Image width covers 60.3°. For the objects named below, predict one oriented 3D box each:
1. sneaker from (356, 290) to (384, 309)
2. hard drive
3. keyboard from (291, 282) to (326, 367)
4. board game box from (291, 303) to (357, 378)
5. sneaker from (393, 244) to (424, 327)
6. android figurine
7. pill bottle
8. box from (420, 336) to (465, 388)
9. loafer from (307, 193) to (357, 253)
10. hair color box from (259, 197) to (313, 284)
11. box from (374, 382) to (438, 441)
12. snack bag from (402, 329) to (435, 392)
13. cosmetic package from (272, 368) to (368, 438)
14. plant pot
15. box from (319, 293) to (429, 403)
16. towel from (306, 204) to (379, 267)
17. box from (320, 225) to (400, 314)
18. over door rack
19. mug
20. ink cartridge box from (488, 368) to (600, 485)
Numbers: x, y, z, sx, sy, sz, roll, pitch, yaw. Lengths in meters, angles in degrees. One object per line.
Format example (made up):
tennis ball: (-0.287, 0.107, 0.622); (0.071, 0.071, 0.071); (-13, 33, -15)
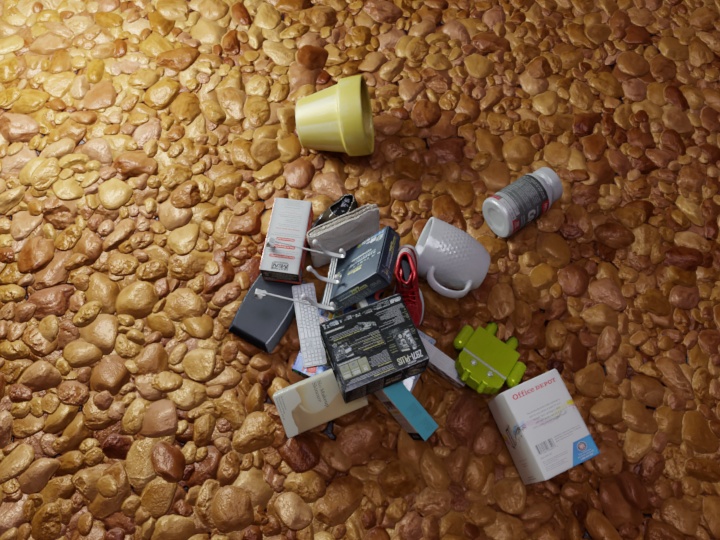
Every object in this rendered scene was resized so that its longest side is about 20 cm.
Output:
sneaker: (0.060, 0.137, 1.456); (0.083, 0.075, 0.204); (-19, 76, -12)
hard drive: (-0.225, 0.086, 1.523); (0.133, 0.042, 0.202); (27, 69, 7)
keyboard: (-0.124, 0.129, 1.489); (0.055, 0.011, 0.204); (-6, 70, -13)
board game box: (-0.066, 0.176, 1.502); (0.133, 0.035, 0.203); (23, 69, 4)
sneaker: (0.103, 0.049, 1.442); (0.077, 0.116, 0.205); (-7, 99, 13)
android figurine: (0.303, 0.211, 1.479); (0.181, 0.041, 0.200); (36, 49, 14)
pill bottle: (0.431, -0.183, 1.638); (0.198, 0.114, 0.115); (-32, 73, -15)
box: (0.172, 0.207, 1.484); (0.198, 0.039, 0.042); (36, 68, -3)
loafer: (-0.080, -0.129, 1.603); (0.072, 0.072, 0.201); (33, 70, 9)
hair color box: (-0.180, -0.075, 1.537); (0.099, 0.062, 0.204); (7, 65, 4)
box: (0.086, 0.296, 1.416); (0.049, 0.082, 0.201); (-40, 90, -20)
snack bag: (0.063, 0.197, 1.490); (0.198, 0.021, 0.191); (34, 69, -5)
cosmetic package: (-0.089, 0.290, 1.409); (0.197, 0.071, 0.107); (-23, 88, -2)
plant pot: (-0.069, -0.403, 1.659); (0.184, 0.201, 0.205); (-5, 68, 11)
box: (0.028, 0.168, 1.353); (0.196, 0.087, 0.166); (-20, 65, -11)
towel: (-0.038, -0.085, 1.556); (0.197, 0.134, 0.035); (-25, 56, -13)
box: (0.000, 0.000, 1.476); (0.051, 0.198, 0.160); (39, 43, -25)
over door rack: (-0.141, 0.003, 1.432); (0.195, 0.067, 0.151); (9, 66, 4)
mug: (0.222, -0.013, 1.528); (0.172, 0.149, 0.202); (23, 44, -4)
ink cartridge box: (0.407, 0.355, 1.406); (0.144, 0.145, 0.203); (-19, 71, -12)
